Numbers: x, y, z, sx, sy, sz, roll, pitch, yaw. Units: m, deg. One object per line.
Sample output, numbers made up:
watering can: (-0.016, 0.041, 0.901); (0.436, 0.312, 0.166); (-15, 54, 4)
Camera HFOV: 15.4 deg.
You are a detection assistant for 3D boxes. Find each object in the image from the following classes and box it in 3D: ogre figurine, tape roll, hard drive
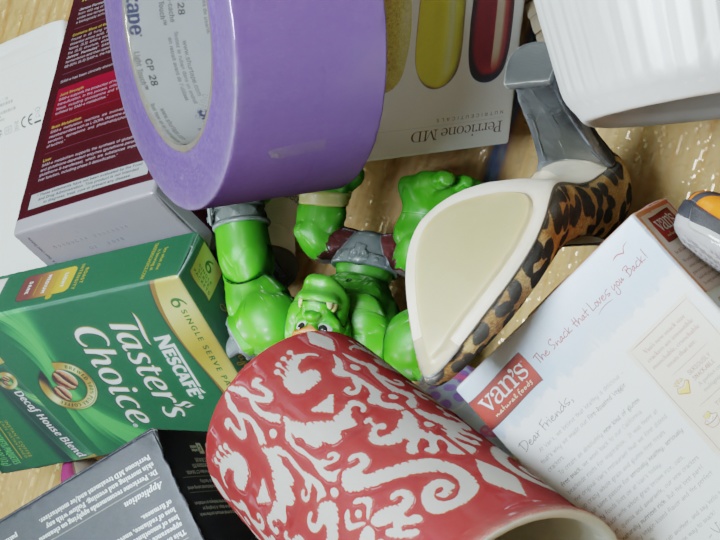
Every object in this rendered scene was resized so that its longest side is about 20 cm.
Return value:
ogre figurine: (0.000, 0.000, 1.492); (0.199, 0.098, 0.120); (9, 84, 4)
tape roll: (-0.064, -0.135, 1.395); (0.200, 0.085, 0.201); (171, 90, -68)
hard drive: (-0.230, -0.051, 1.756); (0.132, 0.027, 0.201); (-17, 69, 38)

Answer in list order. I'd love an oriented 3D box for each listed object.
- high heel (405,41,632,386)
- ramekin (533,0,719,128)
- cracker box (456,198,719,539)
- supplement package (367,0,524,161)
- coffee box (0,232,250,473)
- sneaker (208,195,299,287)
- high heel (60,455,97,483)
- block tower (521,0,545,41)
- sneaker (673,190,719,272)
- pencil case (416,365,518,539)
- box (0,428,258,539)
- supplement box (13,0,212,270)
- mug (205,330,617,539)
high heel: (0.087, 0.003, 1.347); (0.071, 0.143, 0.200); (4, 56, 29)
ramekin: (0.180, -0.127, 1.296); (0.202, 0.202, 0.095); (-9, 88, 40)
cracker box: (0.163, 0.083, 1.300); (0.200, 0.058, 0.134); (48, 116, 8)
supplement package: (0.020, -0.173, 1.438); (0.110, 0.113, 0.201); (-132, 40, -52)
coffee box: (-0.156, 0.051, 1.578); (0.199, 0.123, 0.044); (-11, 35, 27)
sneaker: (-0.110, -0.034, 1.627); (0.200, 0.074, 0.087); (1, 69, 36)
high heel: (-0.161, 0.211, 1.609); (0.096, 0.067, 0.200); (-37, 59, 25)
block tower: (0.109, -0.194, 1.462); (0.054, 0.058, 0.200); (-34, 58, 32)
sneaker: (0.255, -0.022, 1.253); (0.200, 0.078, 0.112); (22, 88, 5)
pencil case: (0.085, 0.141, 1.393); (0.200, 0.083, 0.091); (51, 133, 36)
box: (-0.136, 0.216, 1.506); (0.200, 0.104, 0.182); (-30, 74, 17)
supplement box: (-0.132, -0.097, 1.600); (0.109, 0.061, 0.200); (-14, 49, 31)
mug: (0.006, 0.141, 1.319); (0.200, 0.133, 0.178); (41, 103, 44)
